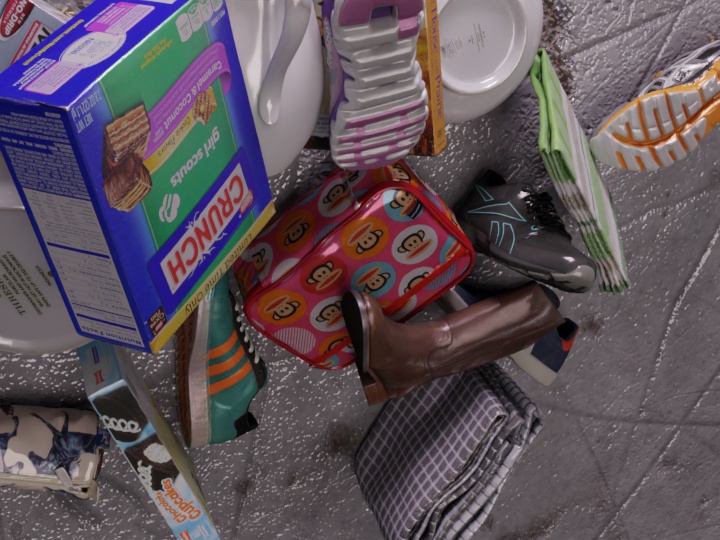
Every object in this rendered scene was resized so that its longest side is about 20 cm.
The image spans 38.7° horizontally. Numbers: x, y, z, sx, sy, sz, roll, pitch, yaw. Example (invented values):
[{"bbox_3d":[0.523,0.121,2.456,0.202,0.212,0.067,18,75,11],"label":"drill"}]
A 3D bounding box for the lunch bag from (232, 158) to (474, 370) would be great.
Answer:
[{"bbox_3d":[0.000,0.000,0.945,0.199,0.082,0.176,-38,134,14],"label":"lunch bag"}]

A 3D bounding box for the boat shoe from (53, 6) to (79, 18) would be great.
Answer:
[{"bbox_3d":[-0.233,-0.169,0.794,0.199,0.072,0.065,-29,123,-1],"label":"boat shoe"}]

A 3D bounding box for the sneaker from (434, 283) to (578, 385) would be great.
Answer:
[{"bbox_3d":[0.151,0.039,1.051,0.199,0.075,0.085,34,94,-38],"label":"sneaker"}]

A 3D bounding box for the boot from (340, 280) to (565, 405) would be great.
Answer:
[{"bbox_3d":[0.088,0.042,0.916,0.198,0.065,0.187,-18,153,-4],"label":"boot"}]

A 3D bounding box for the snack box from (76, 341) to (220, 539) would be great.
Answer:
[{"bbox_3d":[-0.194,0.152,0.931,0.037,0.116,0.201,-27,121,-8],"label":"snack box"}]

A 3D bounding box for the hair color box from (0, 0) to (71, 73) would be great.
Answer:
[{"bbox_3d":[-0.283,-0.190,0.704,0.199,0.099,0.061,31,96,-8],"label":"hair color box"}]

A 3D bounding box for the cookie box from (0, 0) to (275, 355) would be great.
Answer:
[{"bbox_3d":[-0.145,-0.075,0.701,0.172,0.074,0.202,-55,148,-39],"label":"cookie box"}]

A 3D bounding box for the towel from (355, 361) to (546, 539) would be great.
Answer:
[{"bbox_3d":[0.080,0.179,1.030,0.085,0.166,0.201,27,101,-24],"label":"towel"}]

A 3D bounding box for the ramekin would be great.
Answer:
[{"bbox_3d":[-0.256,-0.021,0.795,0.200,0.095,0.204,-3,135,-3],"label":"ramekin"}]

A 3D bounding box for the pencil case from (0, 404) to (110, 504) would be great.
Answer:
[{"bbox_3d":[-0.324,0.158,0.897,0.198,0.090,0.079,7,111,-24],"label":"pencil case"}]

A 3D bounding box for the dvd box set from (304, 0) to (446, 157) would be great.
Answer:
[{"bbox_3d":[-0.005,-0.196,0.845,0.145,0.029,0.202,7,120,23],"label":"dvd box set"}]

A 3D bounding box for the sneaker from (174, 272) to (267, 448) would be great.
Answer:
[{"bbox_3d":[-0.127,0.071,0.953,0.079,0.071,0.202,-7,121,-24],"label":"sneaker"}]

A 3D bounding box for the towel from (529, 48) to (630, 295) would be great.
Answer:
[{"bbox_3d":[0.201,-0.089,0.961,0.030,0.150,0.200,-19,132,20],"label":"towel"}]

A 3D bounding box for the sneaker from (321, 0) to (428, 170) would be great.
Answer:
[{"bbox_3d":[0.005,-0.166,0.796,0.080,0.089,0.201,-14,142,-12],"label":"sneaker"}]

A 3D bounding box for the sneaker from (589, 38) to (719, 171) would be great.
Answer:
[{"bbox_3d":[0.312,-0.166,1.016,0.198,0.077,0.079,-28,121,-4],"label":"sneaker"}]

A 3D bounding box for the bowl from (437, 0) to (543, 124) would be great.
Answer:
[{"bbox_3d":[0.084,-0.211,0.891,0.199,0.090,0.203,-9,116,-19],"label":"bowl"}]

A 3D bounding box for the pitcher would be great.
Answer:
[{"bbox_3d":[-0.077,-0.166,0.779,0.120,0.172,0.202,-1,123,-18],"label":"pitcher"}]

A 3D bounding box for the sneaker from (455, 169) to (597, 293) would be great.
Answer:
[{"bbox_3d":[0.148,-0.039,0.937,0.075,0.200,0.080,21,97,-33],"label":"sneaker"}]
